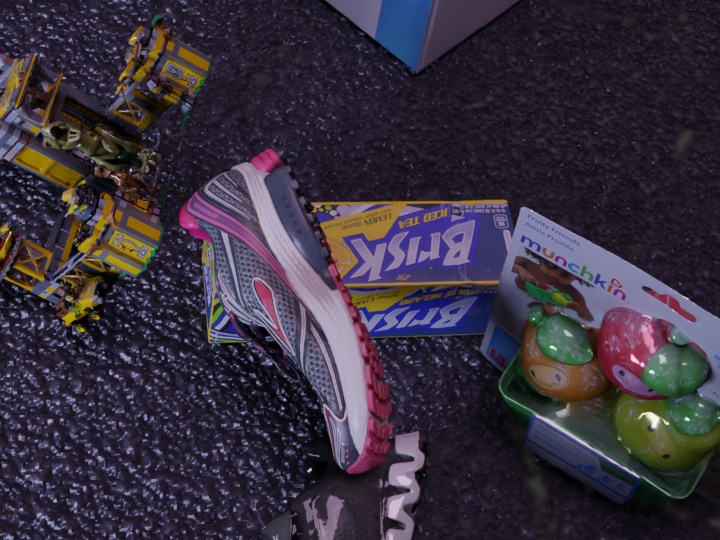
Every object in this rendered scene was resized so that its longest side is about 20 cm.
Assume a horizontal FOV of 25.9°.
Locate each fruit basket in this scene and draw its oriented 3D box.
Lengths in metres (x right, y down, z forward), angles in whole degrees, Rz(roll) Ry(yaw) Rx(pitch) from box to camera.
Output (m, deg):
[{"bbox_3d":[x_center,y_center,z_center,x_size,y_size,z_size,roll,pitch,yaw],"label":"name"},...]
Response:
[{"bbox_3d":[0.155,0.061,0.917,0.185,0.200,0.094,31,70,11],"label":"fruit basket"}]

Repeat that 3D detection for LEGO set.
[{"bbox_3d":[-0.187,-0.075,0.975,0.116,0.154,0.200,27,62,-24],"label":"LEGO set"}]

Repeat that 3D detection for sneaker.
[{"bbox_3d":[-0.013,0.174,0.890,0.090,0.067,0.200,9,51,1],"label":"sneaker"},{"bbox_3d":[-0.038,0.029,0.920,0.075,0.081,0.200,-26,70,1],"label":"sneaker"}]

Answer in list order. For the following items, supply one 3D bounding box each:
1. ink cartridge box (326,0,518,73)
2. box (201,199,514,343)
[{"bbox_3d":[0.028,-0.284,1.168,0.200,0.146,0.147,40,57,18],"label":"ink cartridge box"},{"bbox_3d":[0.000,0.000,1.013,0.200,0.064,0.070,-2,56,-11],"label":"box"}]
